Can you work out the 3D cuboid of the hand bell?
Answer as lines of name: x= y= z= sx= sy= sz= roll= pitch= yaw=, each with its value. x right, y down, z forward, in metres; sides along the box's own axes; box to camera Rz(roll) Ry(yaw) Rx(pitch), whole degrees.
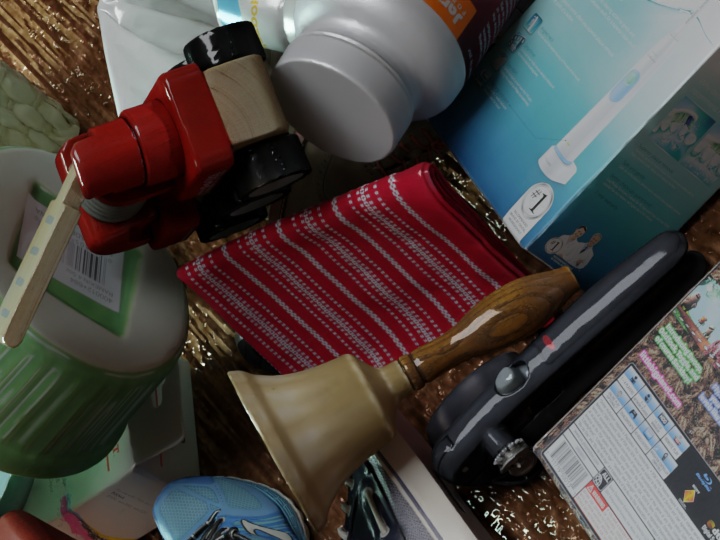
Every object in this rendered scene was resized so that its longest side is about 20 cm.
hand bell: x=0.035 y=0.053 z=1.338 sx=0.199 sy=0.104 sz=0.104 roll=-31 pitch=44 yaw=-3

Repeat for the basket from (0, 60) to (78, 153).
basket: x=-0.323 y=-0.105 z=1.752 sx=0.123 sy=0.200 sz=0.136 roll=10 pitch=72 yaw=39

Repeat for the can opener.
can opener: x=0.115 y=0.050 z=1.349 sx=0.200 sy=0.063 sz=0.079 roll=-43 pitch=58 yaw=15

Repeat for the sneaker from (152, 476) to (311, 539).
sneaker: x=-0.072 y=0.173 z=1.436 sx=0.200 sy=0.090 sz=0.079 roll=32 pitch=90 yaw=49

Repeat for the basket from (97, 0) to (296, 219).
basket: x=-0.085 y=-0.144 z=1.594 sx=0.136 sy=0.123 sz=0.201 roll=-50 pitch=39 yaw=33

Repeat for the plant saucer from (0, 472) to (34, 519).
plant saucer: x=-0.259 y=0.143 z=1.555 sx=0.201 sy=0.039 sz=0.202 roll=-40 pitch=33 yaw=33

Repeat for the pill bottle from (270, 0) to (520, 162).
pill bottle: x=0.032 y=-0.165 z=1.411 sx=0.113 sy=0.113 sz=0.200 roll=2 pitch=49 yaw=44

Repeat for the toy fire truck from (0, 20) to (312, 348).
toy fire truck: x=-0.142 y=-0.040 z=1.380 sx=0.129 sy=0.199 sz=0.176 roll=68 pitch=161 yaw=5

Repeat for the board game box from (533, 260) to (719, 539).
board game box: x=0.215 y=0.091 z=1.205 sx=0.200 sy=0.097 sz=0.160 roll=-46 pitch=43 yaw=13

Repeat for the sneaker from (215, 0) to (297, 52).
sneaker: x=-0.014 y=-0.207 z=1.509 sx=0.080 sy=0.077 sz=0.200 roll=13 pitch=37 yaw=31

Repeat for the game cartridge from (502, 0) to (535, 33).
game cartridge: x=0.065 y=-0.228 z=1.586 sx=0.130 sy=0.038 sz=0.200 roll=-50 pitch=42 yaw=3

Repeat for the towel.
towel: x=0.005 y=0.014 z=1.417 sx=0.199 sy=0.145 sz=0.023 roll=-21 pitch=37 yaw=34

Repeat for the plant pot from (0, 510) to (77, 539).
plant pot: x=-0.179 y=0.261 z=1.423 sx=0.200 sy=0.199 sz=0.176 roll=-52 pitch=31 yaw=7

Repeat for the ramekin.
ramekin: x=-0.202 y=0.019 z=1.456 sx=0.098 sy=0.199 sz=0.201 roll=-43 pitch=43 yaw=31

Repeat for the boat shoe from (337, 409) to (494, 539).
boat shoe: x=0.008 y=0.144 z=1.386 sx=0.093 sy=0.075 sz=0.200 roll=-42 pitch=44 yaw=6

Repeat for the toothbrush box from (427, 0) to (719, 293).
toothbrush box: x=0.157 y=-0.106 z=1.386 sx=0.200 sy=0.085 sz=0.147 roll=-48 pitch=41 yaw=12

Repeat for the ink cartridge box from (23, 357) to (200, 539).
ink cartridge box: x=-0.173 y=0.122 z=1.580 sx=0.200 sy=0.067 sz=0.117 roll=-32 pitch=48 yaw=28

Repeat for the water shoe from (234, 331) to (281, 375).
water shoe: x=0.000 y=0.000 z=1.485 sx=0.199 sy=0.071 sz=0.079 roll=-20 pitch=48 yaw=32

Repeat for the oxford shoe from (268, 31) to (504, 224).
oxford shoe: x=0.017 y=-0.086 z=1.474 sx=0.075 sy=0.070 sz=0.200 roll=30 pitch=82 yaw=36
